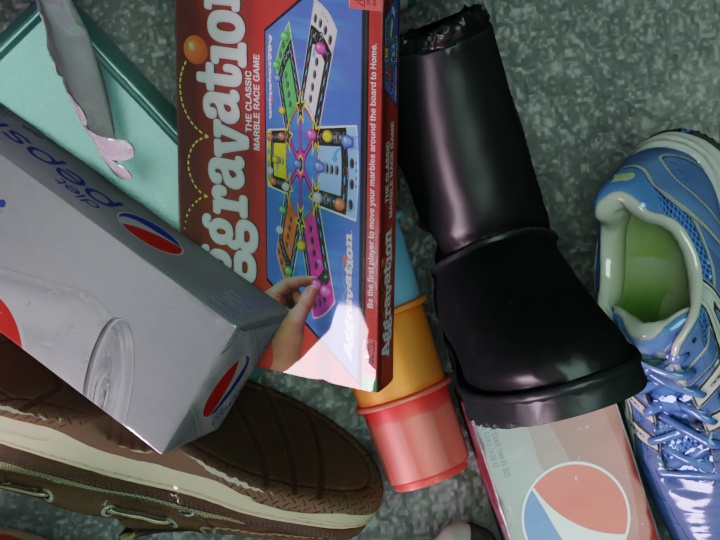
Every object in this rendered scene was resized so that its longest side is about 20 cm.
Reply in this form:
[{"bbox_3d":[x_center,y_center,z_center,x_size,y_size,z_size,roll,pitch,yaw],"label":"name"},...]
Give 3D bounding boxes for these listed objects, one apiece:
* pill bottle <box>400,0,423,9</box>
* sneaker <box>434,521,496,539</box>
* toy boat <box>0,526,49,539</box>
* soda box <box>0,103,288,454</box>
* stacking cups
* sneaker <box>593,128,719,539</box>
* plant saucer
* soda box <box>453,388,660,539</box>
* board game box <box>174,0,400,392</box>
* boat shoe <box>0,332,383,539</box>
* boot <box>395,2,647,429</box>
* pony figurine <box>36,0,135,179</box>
[{"bbox_3d":[0.075,-0.201,0.821,0.198,0.113,0.114,-24,93,-3],"label":"pill bottle"},{"bbox_3d":[-0.028,0.181,0.844,0.115,0.076,0.201,34,92,-5],"label":"sneaker"},{"bbox_3d":[-0.170,0.215,0.802,0.129,0.131,0.202,-8,92,12],"label":"toy boat"},{"bbox_3d":[-0.134,-0.008,0.809,0.199,0.063,0.069,36,104,12],"label":"soda box"},{"bbox_3d":[0.000,0.000,0.848,0.060,0.061,0.202,-18,96,-2],"label":"stacking cups"},{"bbox_3d":[0.137,0.043,0.818,0.075,0.077,0.202,-9,97,35],"label":"sneaker"},{"bbox_3d":[-0.099,-0.038,0.864,0.070,0.019,0.200,-43,94,-1],"label":"plant saucer"},{"bbox_3d":[0.106,0.141,0.856,0.069,0.063,0.202,-18,93,-1],"label":"soda box"},{"bbox_3d":[-0.033,-0.052,0.798,0.102,0.019,0.202,11,112,27],"label":"board game box"},{"bbox_3d":[-0.092,0.089,0.852,0.200,0.075,0.075,19,125,-9],"label":"boat shoe"},{"bbox_3d":[0.055,-0.029,0.788,0.073,0.198,0.164,-15,99,-5],"label":"boot"},{"bbox_3d":[-0.155,-0.151,0.786,0.198,0.194,0.168,0,131,-8],"label":"pony figurine"}]
